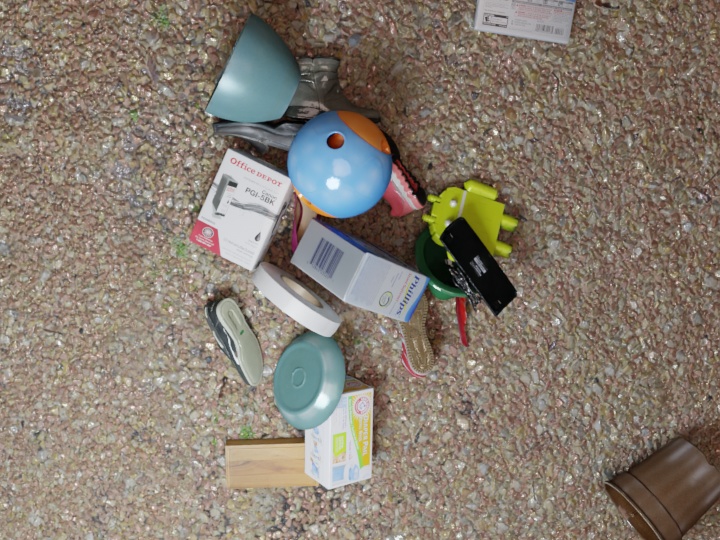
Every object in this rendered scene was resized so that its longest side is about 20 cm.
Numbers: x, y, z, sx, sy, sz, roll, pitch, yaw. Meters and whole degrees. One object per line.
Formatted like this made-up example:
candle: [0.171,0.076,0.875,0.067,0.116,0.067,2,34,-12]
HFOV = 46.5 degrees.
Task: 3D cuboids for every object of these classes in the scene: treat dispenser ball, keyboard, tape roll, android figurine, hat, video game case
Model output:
treat dispenser ball: [-0.038,-0.200,1.584,0.199,0.201,0.203,-1,101,-5]
keyboard: [0.220,0.000,1.667,0.104,0.040,0.201,-39,96,-25]
tape roll: [-0.125,0.057,1.657,0.202,0.203,0.037,36,95,-11]
android figurine: [0.223,-0.098,1.716,0.198,0.041,0.183,20,71,-7]
hat: [0.169,0.031,1.770,0.164,0.176,0.201,3,58,-16]
video game case: [0.335,-0.561,1.676,0.198,0.022,0.184,7,100,-6]

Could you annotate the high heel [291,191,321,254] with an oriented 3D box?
high heel: [-0.102,-0.124,1.677,0.067,0.096,0.202,2,100,-5]

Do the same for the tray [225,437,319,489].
tray: [-0.189,0.414,1.802,0.198,0.037,0.100,-1,101,-5]

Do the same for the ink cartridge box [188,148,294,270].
ink cartridge box: [-0.231,-0.123,1.660,0.146,0.083,0.201,25,97,2]

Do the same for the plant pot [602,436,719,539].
plant pot: [0.672,0.482,1.827,0.198,0.200,0.201,-37,102,-5]

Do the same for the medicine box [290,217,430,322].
medicine box: [0.000,0.000,1.629,0.199,0.182,0.104,20,100,-46]

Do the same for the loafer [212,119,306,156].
loafer: [-0.194,-0.262,1.657,0.198,0.073,0.073,4,105,-5]

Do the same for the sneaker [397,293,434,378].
sneaker: [0.112,0.130,1.770,0.071,0.113,0.202,-7,71,-2]

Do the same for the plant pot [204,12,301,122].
plant pot: [-0.190,-0.360,1.576,0.134,0.200,0.201,25,97,-15]

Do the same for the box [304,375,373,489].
box: [-0.046,0.333,1.748,0.112,0.101,0.202,-7,103,-34]

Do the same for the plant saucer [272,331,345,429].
plant saucer: [-0.115,0.219,1.698,0.036,0.200,0.201,21,100,-46]

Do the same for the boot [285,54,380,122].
boot: [-0.050,-0.358,1.657,0.198,0.068,0.132,5,94,-8]

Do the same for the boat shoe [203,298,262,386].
boat shoe: [-0.261,0.150,1.739,0.067,0.072,0.201,-10,112,33]

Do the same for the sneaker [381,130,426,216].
sneaker: [0.047,-0.195,1.692,0.086,0.074,0.201,-31,93,28]
